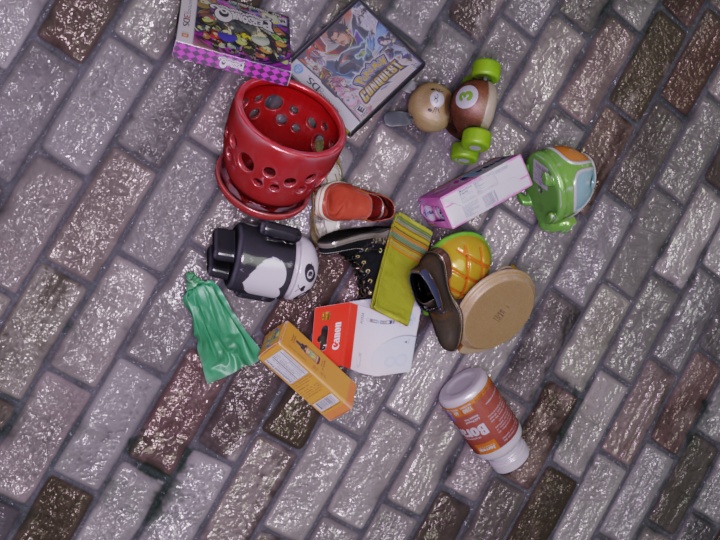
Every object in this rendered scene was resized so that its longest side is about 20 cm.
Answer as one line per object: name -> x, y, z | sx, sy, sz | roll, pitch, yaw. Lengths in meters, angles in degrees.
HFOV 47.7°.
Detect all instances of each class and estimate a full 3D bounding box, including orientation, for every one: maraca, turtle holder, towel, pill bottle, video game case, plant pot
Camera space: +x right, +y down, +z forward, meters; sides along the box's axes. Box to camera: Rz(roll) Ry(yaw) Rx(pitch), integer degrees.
maraca -> 0.167, 0.005, 1.581 | 0.199, 0.107, 0.138 | -32, 116, -4
turtle holder -> 0.402, -0.158, 1.622 | 0.130, 0.141, 0.188 | -21, 100, -16
towel -> 0.078, -0.004, 1.505 | 0.085, 0.018, 0.202 | 25, 64, -19
pill bottle -> 0.252, 0.304, 1.631 | 0.112, 0.112, 0.201 | -38, 104, -11
video game case -> -0.011, -0.376, 1.500 | 0.200, 0.026, 0.181 | -44, 84, -9
video game case -> -0.217, -0.404, 1.399 | 0.197, 0.183, 0.036 | 12, 134, -17
plant pot -> -0.143, -0.201, 1.400 | 0.198, 0.202, 0.183 | 11, 136, -18

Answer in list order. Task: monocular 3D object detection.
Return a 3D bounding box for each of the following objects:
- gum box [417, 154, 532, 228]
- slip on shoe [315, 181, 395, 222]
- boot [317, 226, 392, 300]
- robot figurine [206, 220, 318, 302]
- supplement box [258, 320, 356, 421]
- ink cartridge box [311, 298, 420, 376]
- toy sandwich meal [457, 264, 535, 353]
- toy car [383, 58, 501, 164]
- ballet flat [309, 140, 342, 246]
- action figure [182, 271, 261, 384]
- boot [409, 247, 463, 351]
gum box -> 0.217, -0.151, 1.577 | 0.198, 0.113, 0.067 | -29, 102, -13
slip on shoe -> -0.008, -0.121, 1.489 | 0.199, 0.061, 0.075 | 5, 92, -50
boot -> 0.002, 0.000, 1.513 | 0.202, 0.073, 0.156 | -13, 104, -50
robot figurine -> -0.173, -0.015, 1.460 | 0.198, 0.150, 0.127 | 11, 80, -20
supplement box -> -0.097, 0.189, 1.518 | 0.068, 0.067, 0.200 | -31, 114, 28
ink cartridge box -> 0.009, 0.131, 1.536 | 0.197, 0.047, 0.162 | -7, 127, -19
toy sandwich meal -> 0.253, 0.072, 1.593 | 0.203, 0.070, 0.207 | -15, 128, -20
toy car -> 0.147, -0.312, 1.533 | 0.197, 0.158, 0.167 | 11, 80, -6
ballet flat -> -0.062, -0.142, 1.517 | 0.070, 0.071, 0.203 | -1, 95, -17
action figure -> -0.267, 0.092, 1.479 | 0.117, 0.055, 0.202 | -26, 106, -12
boot -> 0.132, 0.068, 1.497 | 0.097, 0.074, 0.203 | -30, 111, -52
